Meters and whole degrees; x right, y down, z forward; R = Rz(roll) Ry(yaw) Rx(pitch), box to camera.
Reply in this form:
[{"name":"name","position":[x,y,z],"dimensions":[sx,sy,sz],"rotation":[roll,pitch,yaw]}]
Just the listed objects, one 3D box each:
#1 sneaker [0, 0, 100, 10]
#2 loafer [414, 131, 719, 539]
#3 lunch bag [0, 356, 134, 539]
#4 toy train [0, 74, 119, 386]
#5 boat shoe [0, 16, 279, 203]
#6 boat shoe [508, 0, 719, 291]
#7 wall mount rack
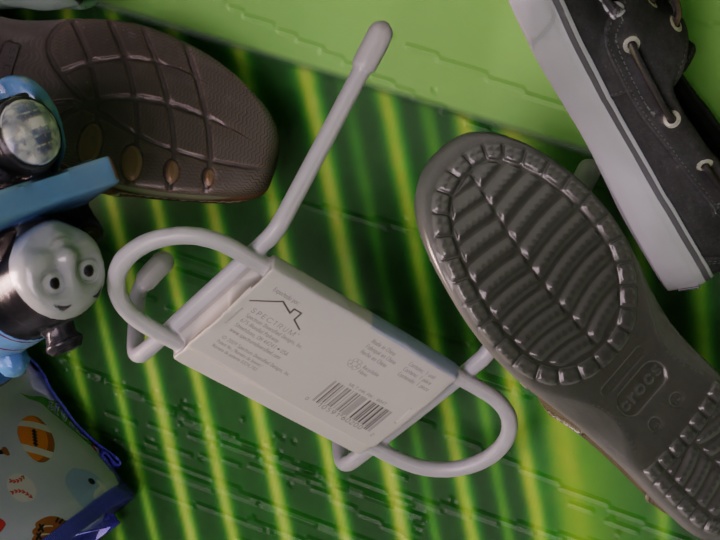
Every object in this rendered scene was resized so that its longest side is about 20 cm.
[{"name":"sneaker","position":[-0.167,-0.192,1.007],"dimensions":[0.118,0.074,0.201],"rotation":[8,142,25]},{"name":"loafer","position":[0.089,0.030,0.967],"dimensions":[0.075,0.070,0.200],"rotation":[-41,101,-10]},{"name":"lunch bag","position":[-0.227,0.103,1.099],"dimensions":[0.170,0.200,0.124],"rotation":[48,151,4]},{"name":"toy train","position":[-0.173,-0.003,0.997],"dimensions":[0.200,0.087,0.114],"rotation":[-26,88,49]},{"name":"boat shoe","position":[-0.127,-0.071,1.061],"dimensions":[0.200,0.072,0.076],"rotation":[17,76,13]},{"name":"boat shoe","position":[0.105,-0.082,0.932],"dimensions":[0.057,0.069,0.200],"rotation":[-24,116,13]},{"name":"wall mount rack","position":[0.000,0.000,0.990],"dimensions":[0.200,0.075,0.174],"rotation":[30,126,-28]}]
